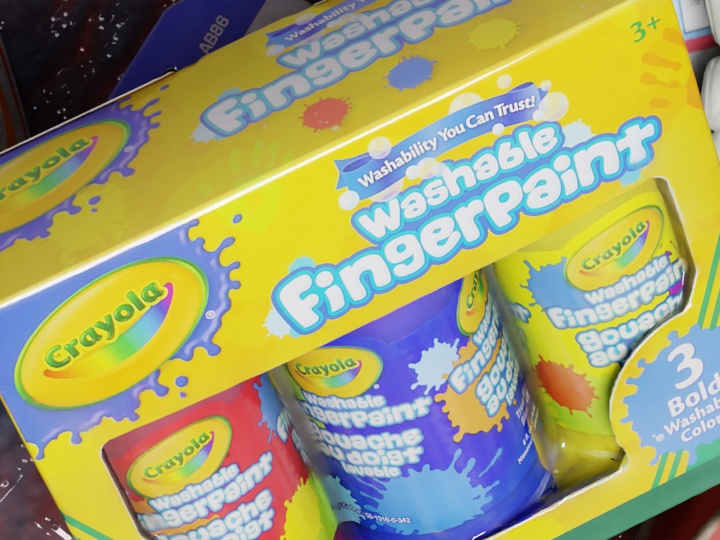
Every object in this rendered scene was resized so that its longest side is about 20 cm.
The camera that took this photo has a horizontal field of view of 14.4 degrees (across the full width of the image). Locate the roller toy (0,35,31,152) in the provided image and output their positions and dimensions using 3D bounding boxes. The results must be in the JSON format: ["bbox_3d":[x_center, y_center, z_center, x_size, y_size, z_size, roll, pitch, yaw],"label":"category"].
[{"bbox_3d":[-0.177,-0.035,0.844,0.140,0.182,0.200,-17,97,2],"label":"roller toy"}]

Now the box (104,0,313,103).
[{"bbox_3d":[0.000,0.000,0.915,0.200,0.041,0.119,35,70,-11],"label":"box"}]

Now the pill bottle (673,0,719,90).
[{"bbox_3d":[0.078,-0.105,0.872,0.109,0.109,0.200,-11,102,0],"label":"pill bottle"}]

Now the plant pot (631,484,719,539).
[{"bbox_3d":[0.194,0.093,0.913,0.177,0.200,0.200,32,102,-2],"label":"plant pot"}]

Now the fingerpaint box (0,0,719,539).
[{"bbox_3d":[0.004,0.015,0.780,0.200,0.073,0.167,-25,126,-5],"label":"fingerpaint box"}]

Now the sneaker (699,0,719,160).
[{"bbox_3d":[0.142,-0.063,0.802,0.080,0.078,0.200,1,105,42],"label":"sneaker"}]
